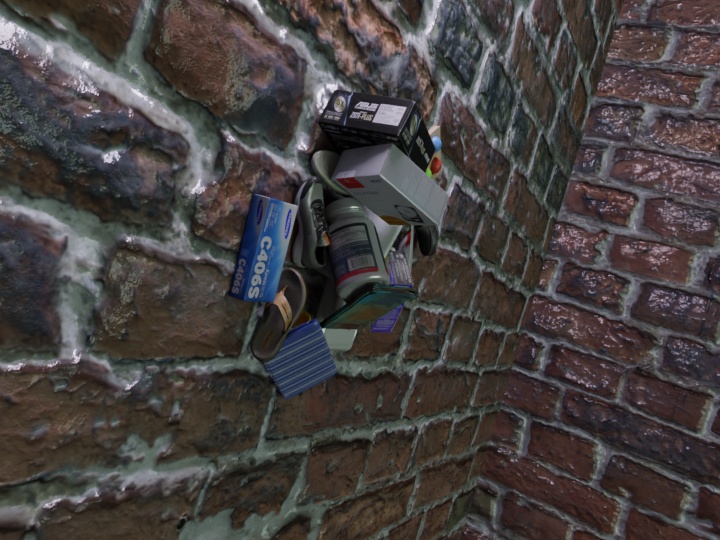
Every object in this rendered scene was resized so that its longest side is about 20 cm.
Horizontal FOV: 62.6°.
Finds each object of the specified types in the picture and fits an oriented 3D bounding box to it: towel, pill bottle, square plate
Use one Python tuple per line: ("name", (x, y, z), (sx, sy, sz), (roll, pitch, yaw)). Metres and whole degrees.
("towel", (-0.137, 0.199, 1.319), (0.144, 0.024, 0.201), (-25, 136, -10))
("pill bottle", (-0.015, -0.050, 1.295), (0.119, 0.119, 0.202), (28, 44, -60))
("towel", (0.017, 0.088, 1.336), (0.146, 0.200, 0.022), (7, 56, -43))
("square plate", (-0.045, 0.110, 1.489), (0.198, 0.028, 0.202), (14, 93, -60))

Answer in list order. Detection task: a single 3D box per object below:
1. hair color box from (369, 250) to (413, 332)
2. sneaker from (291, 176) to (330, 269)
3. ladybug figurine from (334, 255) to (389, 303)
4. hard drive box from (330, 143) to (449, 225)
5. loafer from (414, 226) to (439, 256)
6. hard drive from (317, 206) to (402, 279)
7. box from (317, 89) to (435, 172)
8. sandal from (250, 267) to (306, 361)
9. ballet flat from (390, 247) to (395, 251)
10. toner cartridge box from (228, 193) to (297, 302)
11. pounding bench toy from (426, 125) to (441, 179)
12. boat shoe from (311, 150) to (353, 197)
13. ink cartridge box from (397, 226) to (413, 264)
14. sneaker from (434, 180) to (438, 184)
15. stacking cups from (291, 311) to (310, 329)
("hair color box", (0.068, 0.056, 1.500), (0.201, 0.064, 0.110), (112, -24, -45))
("sneaker", (-0.094, -0.098, 1.250), (0.074, 0.079, 0.202), (-22, 122, -51))
("ladybug figurine", (0.000, 0.000, 1.411), (0.072, 0.134, 0.202), (109, -16, -68))
("hard drive box", (0.064, -0.176, 1.254), (0.200, 0.155, 0.077), (34, 72, -37))
("loafer", (0.179, -0.132, 1.713), (0.072, 0.072, 0.202), (-26, 117, -41))
("hard drive", (-0.003, -0.056, 1.378), (0.201, 0.131, 0.027), (-60, 176, -21))
("box", (0.037, -0.285, 1.251), (0.087, 0.199, 0.164), (-64, 149, -15))
("sandal", (-0.174, 0.090, 1.215), (0.201, 0.081, 0.055), (-62, 158, -4))
("ballet flat", (0.059, -0.073, 1.531), (0.072, 0.072, 0.202), (-44, 139, -40))
("toner cartridge box", (-0.188, -0.040, 1.155), (0.095, 0.043, 0.202), (7, 99, -61))
("pounding bench toy", (0.092, -0.254, 1.404), (0.200, 0.155, 0.125), (-45, 140, -39))
("boat shoe", (-0.041, -0.201, 1.305), (0.199, 0.062, 0.075), (25, 78, -45))
("ink cartridge box", (0.118, -0.067, 1.596), (0.161, 0.050, 0.202), (-69, 160, -69))
("sneaker", (0.144, -0.221, 1.584), (0.200, 0.080, 0.074), (-31, 130, -50))
("stacking cups", (-0.127, 0.182, 1.362), (0.061, 0.060, 0.201), (-48, 145, -36))
